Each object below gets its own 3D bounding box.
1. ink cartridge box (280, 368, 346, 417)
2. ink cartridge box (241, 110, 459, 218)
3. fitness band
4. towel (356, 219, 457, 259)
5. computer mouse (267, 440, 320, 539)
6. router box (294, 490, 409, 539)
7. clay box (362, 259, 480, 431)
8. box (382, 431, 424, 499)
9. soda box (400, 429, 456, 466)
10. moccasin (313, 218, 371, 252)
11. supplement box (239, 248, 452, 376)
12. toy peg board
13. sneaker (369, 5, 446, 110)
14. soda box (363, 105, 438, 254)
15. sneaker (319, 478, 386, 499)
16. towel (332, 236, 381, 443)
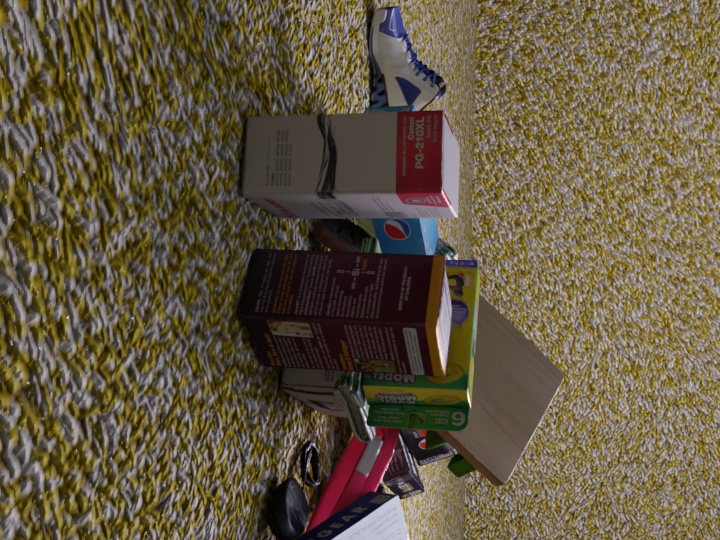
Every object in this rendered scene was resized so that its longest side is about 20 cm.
[{"bbox_3d":[-0.028,0.098,1.235,0.200,0.085,0.146,60,35,-71],"label":"ink cartridge box"},{"bbox_3d":[-0.005,-0.104,1.015,0.145,0.200,0.084,33,58,-76],"label":"ink cartridge box"},{"bbox_3d":[-0.012,0.275,1.274,0.200,0.037,0.144,-61,-175,-23],"label":"fitness band"},{"bbox_3d":[0.058,-0.040,1.388,0.031,0.200,0.149,-43,154,-15],"label":"towel"},{"bbox_3d":[-0.080,0.260,1.180,0.200,0.034,0.059,-62,131,-74],"label":"computer mouse"},{"bbox_3d":[-0.018,0.378,1.132,0.200,0.049,0.180,-23,104,-43],"label":"router box"},{"bbox_3d":[0.069,0.079,1.097,0.048,0.115,0.200,77,18,-51],"label":"clay box"},{"bbox_3d":[0.037,0.236,1.504,0.161,0.049,0.200,60,11,-65],"label":"box"},{"bbox_3d":[0.084,0.209,1.461,0.200,0.063,0.071,67,4,-50],"label":"soda box"},{"bbox_3d":[0.000,-0.001,1.304,0.201,0.078,0.074,40,21,-47],"label":"moccasin"},{"bbox_3d":[-0.011,0.044,1.021,0.110,0.200,0.086,75,20,-55],"label":"supplement box"},{"bbox_3d":[0.132,0.153,1.297,0.199,0.200,0.098,-51,-173,-38],"label":"toy peg board"},{"bbox_3d":[0.077,-0.315,1.553,0.081,0.115,0.200,-64,155,-64],"label":"sneaker"},{"bbox_3d":[0.046,-0.099,1.213,0.068,0.064,0.200,-69,154,-47],"label":"soda box"},{"bbox_3d":[0.001,0.332,1.430,0.200,0.088,0.076,18,74,-79],"label":"sneaker"},{"bbox_3d":[0.006,0.081,1.149,0.149,0.031,0.200,76,19,-57],"label":"towel"}]
